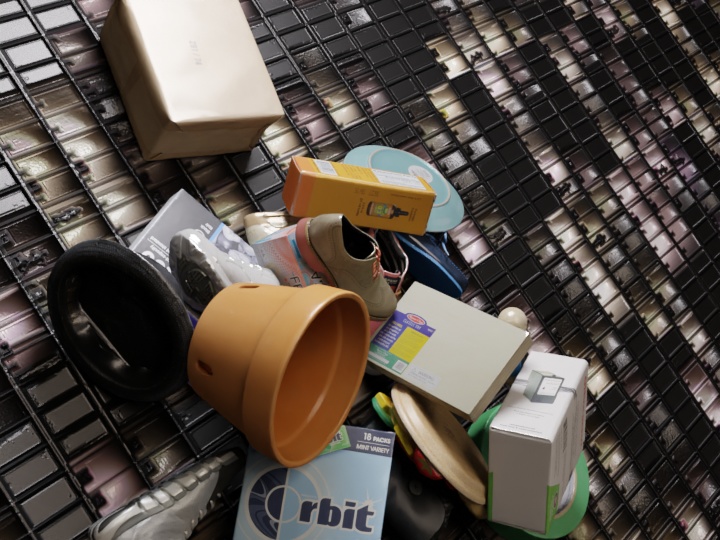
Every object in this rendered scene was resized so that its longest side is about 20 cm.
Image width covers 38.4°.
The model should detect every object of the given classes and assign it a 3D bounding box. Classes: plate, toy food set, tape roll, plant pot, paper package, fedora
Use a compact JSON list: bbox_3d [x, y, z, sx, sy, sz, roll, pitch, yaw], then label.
[{"bbox_3d":[0.069,-0.132,1.542,0.199,0.026,0.201,18,36,-13],"label":"plate"},{"bbox_3d":[0.101,0.228,1.351,0.200,0.049,0.198,33,20,-51],"label":"toy food set"},{"bbox_3d":[0.238,0.286,1.476,0.199,0.048,0.202,16,59,-28],"label":"tape roll"},{"bbox_3d":[-0.097,0.099,1.149,0.139,0.201,0.200,19,43,26],"label":"plant pot"},{"bbox_3d":[-0.228,-0.266,1.402,0.190,0.103,0.201,-12,73,-38],"label":"paper package"},{"bbox_3d":[-0.258,0.046,1.186,0.201,0.200,0.092,48,31,-4],"label":"fedora"}]

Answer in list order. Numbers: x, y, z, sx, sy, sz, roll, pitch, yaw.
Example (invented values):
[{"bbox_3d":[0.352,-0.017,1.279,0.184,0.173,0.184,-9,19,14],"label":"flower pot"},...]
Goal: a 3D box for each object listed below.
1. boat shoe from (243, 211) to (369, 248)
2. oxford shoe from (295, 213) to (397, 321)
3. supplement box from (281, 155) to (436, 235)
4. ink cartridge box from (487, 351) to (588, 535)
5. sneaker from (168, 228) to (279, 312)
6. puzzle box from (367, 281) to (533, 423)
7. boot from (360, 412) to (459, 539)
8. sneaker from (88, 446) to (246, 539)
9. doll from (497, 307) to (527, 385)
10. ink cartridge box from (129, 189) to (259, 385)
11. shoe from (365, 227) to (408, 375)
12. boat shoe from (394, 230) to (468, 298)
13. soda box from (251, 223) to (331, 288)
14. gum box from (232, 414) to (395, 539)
[{"bbox_3d":[-0.068,-0.066,1.430,0.199,0.071,0.065,-11,74,-37],"label":"boat shoe"},{"bbox_3d":[0.000,0.000,1.314,0.200,0.074,0.071,44,43,-41],"label":"oxford shoe"},{"bbox_3d":[-0.002,-0.101,1.405,0.198,0.067,0.069,9,24,-19],"label":"supplement box"},{"bbox_3d":[0.234,0.219,1.349,0.200,0.083,0.147,-45,139,-55],"label":"ink cartridge box"},{"bbox_3d":[-0.154,0.018,1.278,0.200,0.078,0.100,50,41,-18],"label":"sneaker"},{"bbox_3d":[0.107,0.100,1.334,0.133,0.199,0.025,-50,137,-16],"label":"puzzle box"},{"bbox_3d":[0.028,0.291,1.305,0.168,0.076,0.200,50,43,2],"label":"boot"},{"bbox_3d":[-0.196,0.290,1.162,0.199,0.075,0.116,-28,89,-31],"label":"sneaker"},{"bbox_3d":[0.151,0.117,1.399,0.136,0.200,0.049,36,36,-13],"label":"doll"},{"bbox_3d":[-0.207,0.027,1.303,0.198,0.043,0.201,41,51,-12],"label":"ink cartridge box"},{"bbox_3d":[0.022,0.037,1.426,0.071,0.091,0.202,6,64,-32],"label":"shoe"},{"bbox_3d":[0.088,-0.044,1.519,0.200,0.084,0.069,44,59,-11],"label":"boat shoe"},{"bbox_3d":[-0.066,0.041,1.337,0.063,0.068,0.201,-31,104,-48],"label":"soda box"},{"bbox_3d":[-0.057,0.277,1.201,0.168,0.045,0.202,9,76,-2],"label":"gum box"}]
